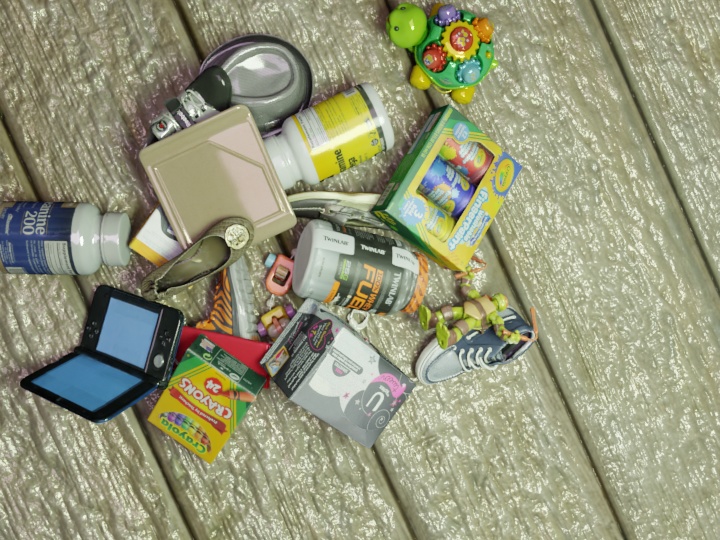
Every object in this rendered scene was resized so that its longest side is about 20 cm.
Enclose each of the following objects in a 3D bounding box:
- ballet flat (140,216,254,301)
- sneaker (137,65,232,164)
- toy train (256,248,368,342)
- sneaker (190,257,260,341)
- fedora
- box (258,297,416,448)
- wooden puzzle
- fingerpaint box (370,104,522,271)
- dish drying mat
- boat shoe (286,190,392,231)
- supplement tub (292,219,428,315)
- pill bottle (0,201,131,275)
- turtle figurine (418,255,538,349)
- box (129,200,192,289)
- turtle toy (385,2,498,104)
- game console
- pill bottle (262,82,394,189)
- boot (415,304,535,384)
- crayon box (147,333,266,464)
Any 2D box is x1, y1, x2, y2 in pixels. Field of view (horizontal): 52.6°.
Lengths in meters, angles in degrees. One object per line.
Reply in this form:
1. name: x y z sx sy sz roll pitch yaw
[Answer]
1. ballet flat: -0.246 -0.013 1.098 0.198 0.046 0.068 -30 108 2
2. sneaker: -0.271 -0.226 1.113 0.074 0.088 0.200 46 117 4
3. toy train: -0.089 0.065 1.185 0.198 0.056 0.152 33 88 -3
4. sneaker: -0.229 0.064 1.165 0.110 0.078 0.204 -12 77 10
5. fedora: -0.171 -0.298 1.164 0.196 0.090 0.181 -9 90 -4
6. box: -0.030 0.158 1.112 0.133 0.114 0.200 -51 131 -3
7. wooden puzzle: -0.215 -0.126 1.115 0.182 0.037 0.203 -23 105 3
8. fingerpaint box: 0.140 -0.130 1.166 0.166 0.073 0.202 35 81 -18
9. dish drying mat: -0.233 0.131 1.129 0.196 0.018 0.078 10 109 12
10. boat shoe: -0.036 -0.092 1.181 0.195 0.073 0.066 -1 84 -4
11. supplement tub: 0.000 0.000 1.147 0.196 0.122 0.125 12 88 -17
12. pill bottle: -0.464 -0.050 1.131 0.195 0.111 0.114 1 89 -4
13. turtle figurine: 0.173 0.062 1.157 0.159 0.065 0.201 -16 52 -23
14. box: -0.264 -0.088 1.167 0.118 0.041 0.202 37 85 -20
15. turtle toy: 0.133 -0.368 1.181 0.196 0.101 0.149 18 88 -4
16. game console: -0.386 0.117 1.090 0.197 0.118 0.174 14 87 30
17. pill bottle: -0.054 -0.208 1.161 0.197 0.112 0.114 -26 91 -3
18. boot: 0.184 0.131 1.176 0.198 0.090 0.073 -36 119 -4
19. crayon box: -0.245 0.211 1.128 0.126 0.051 0.201 34 120 -2
